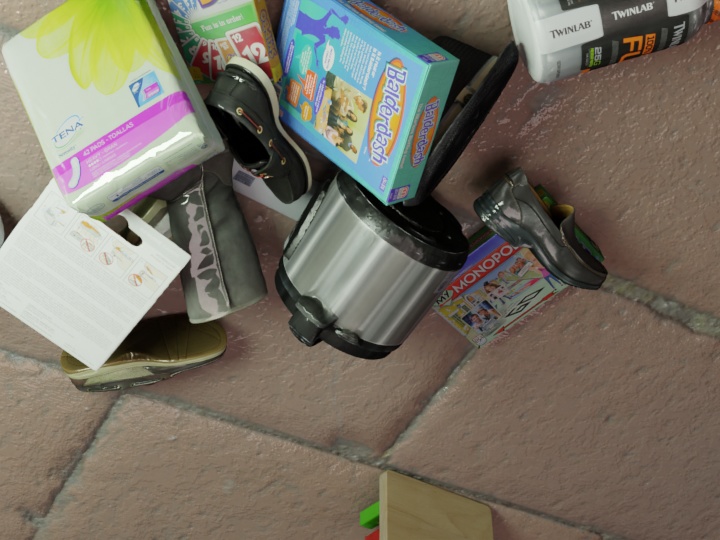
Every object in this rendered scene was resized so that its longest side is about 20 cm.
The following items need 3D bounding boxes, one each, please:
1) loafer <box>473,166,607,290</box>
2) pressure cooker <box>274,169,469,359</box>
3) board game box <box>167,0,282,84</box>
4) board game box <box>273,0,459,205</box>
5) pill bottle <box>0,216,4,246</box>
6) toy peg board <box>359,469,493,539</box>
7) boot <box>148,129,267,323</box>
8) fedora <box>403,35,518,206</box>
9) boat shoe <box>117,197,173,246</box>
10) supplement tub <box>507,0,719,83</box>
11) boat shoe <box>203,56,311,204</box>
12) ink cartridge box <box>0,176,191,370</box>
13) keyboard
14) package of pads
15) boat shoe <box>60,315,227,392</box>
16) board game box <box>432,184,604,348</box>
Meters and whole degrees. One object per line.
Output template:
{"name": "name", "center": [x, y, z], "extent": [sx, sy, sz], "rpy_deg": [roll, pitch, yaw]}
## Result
{"name": "loafer", "center": [0.224, -0.044, 1.200], "extent": [0.200, 0.073, 0.072], "rpy_deg": [31, 111, -29]}
{"name": "pressure cooker", "center": [0.002, 0.002, 1.155], "extent": [0.175, 0.179, 0.200], "rpy_deg": [19, 119, -32]}
{"name": "board game box", "center": [-0.142, -0.272, 0.997], "extent": [0.095, 0.030, 0.201], "rpy_deg": [4, 129, 21]}
{"name": "board game box", "center": [-0.007, -0.181, 1.012], "extent": [0.045, 0.200, 0.152], "rpy_deg": [-18, 138, -41]}
{"name": "pill bottle", "center": [-0.488, -0.020, 1.091], "extent": [0.200, 0.114, 0.114], "rpy_deg": [-31, 126, 12]}
{"name": "toy peg board", "center": [0.090, 0.422, 1.495], "extent": [0.200, 0.200, 0.098], "rpy_deg": [25, 135, -26]}
{"name": "boot", "center": [-0.193, -0.039, 1.105], "extent": [0.181, 0.073, 0.201], "rpy_deg": [-14, 119, -22]}
{"name": "fedora", "center": [0.077, -0.169, 1.076], "extent": [0.091, 0.201, 0.201], "rpy_deg": [35, 119, 6]}
{"name": "boat shoe", "center": [-0.260, -0.005, 1.170], "extent": [0.068, 0.075, 0.200], "rpy_deg": [38, 112, -25]}
{"name": "supplement tub", "center": [0.255, -0.270, 1.034], "extent": [0.199, 0.123, 0.123], "rpy_deg": [-16, 128, 2]}
{"name": "boat shoe", "center": [-0.106, -0.129, 1.068], "extent": [0.073, 0.063, 0.202], "rpy_deg": [22, 157, 26]}
{"name": "ink cartridge box", "center": [-0.289, -0.006, 1.093], "extent": [0.160, 0.047, 0.200], "rpy_deg": [38, 118, -12]}
{"name": "keyboard", "center": [-0.126, -0.110, 1.158], "extent": [0.200, 0.011, 0.056], "rpy_deg": [26, 124, -26]}
{"name": "package of pads", "center": [-0.239, -0.164, 0.986], "extent": [0.154, 0.200, 0.068], "rpy_deg": [-29, 165, 11]}
{"name": "boat shoe", "center": [-0.259, 0.105, 1.263], "extent": [0.199, 0.073, 0.065], "rpy_deg": [-6, 139, -1]}
{"name": "board game box", "center": [0.183, 0.000, 1.286], "extent": [0.200, 0.029, 0.135], "rpy_deg": [-38, 125, 18]}
